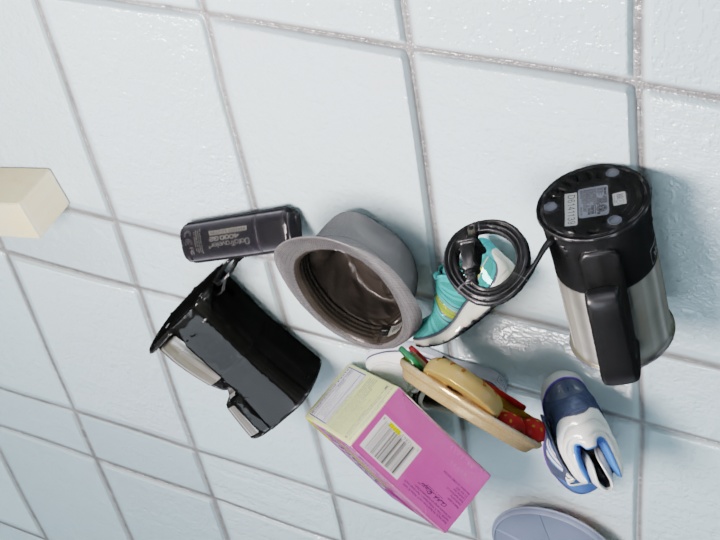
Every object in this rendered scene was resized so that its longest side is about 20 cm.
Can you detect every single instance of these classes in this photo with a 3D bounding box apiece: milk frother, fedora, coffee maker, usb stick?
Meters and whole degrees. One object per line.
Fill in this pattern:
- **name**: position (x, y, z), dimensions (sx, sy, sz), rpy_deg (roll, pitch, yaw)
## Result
- **milk frother**: position (0.208, 0.017, 1.404), dimensions (0.198, 0.181, 0.189), rpy_deg (4, 134, 28)
- **fedora**: position (0.000, 0.000, 1.612), dimensions (0.176, 0.091, 0.200), rpy_deg (-12, 127, 44)
- **coffee maker**: position (-0.152, 0.105, 1.802), dimensions (0.200, 0.135, 0.192), rpy_deg (41, 141, -12)
- **usb stick**: position (-0.152, -0.044, 1.713), dimensions (0.198, 0.032, 0.056), rpy_deg (-7, 96, 40)

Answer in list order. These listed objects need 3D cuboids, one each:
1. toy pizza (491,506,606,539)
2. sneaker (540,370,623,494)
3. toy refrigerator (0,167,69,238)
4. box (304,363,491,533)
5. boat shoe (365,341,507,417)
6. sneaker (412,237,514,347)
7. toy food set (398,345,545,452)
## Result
- **toy pizza**: position (0.278, 0.390, 1.889), dimensions (0.198, 0.032, 0.202), rpy_deg (20, 140, 18)
- **sneaker**: position (0.268, 0.232, 1.620), dimensions (0.080, 0.147, 0.202), rpy_deg (-16, 125, 1)
- **toy refrigerator**: position (-0.509, -0.094, 1.890), dimensions (0.198, 0.076, 0.070), rpy_deg (3, 134, 33)
- **box**: position (0.044, 0.226, 1.753), dimensions (0.176, 0.097, 0.200), rpy_deg (44, 171, -17)
- **boat shoe**: position (0.086, 0.143, 1.726), dimensions (0.198, 0.067, 0.074), rpy_deg (8, 136, 29)
- **sneaker**: position (0.117, 0.027, 1.591), dimensions (0.080, 0.077, 0.200), rpy_deg (54, 140, 8)
- **toy food set**: position (0.128, 0.145, 1.577), dimensions (0.199, 0.049, 0.198), rpy_deg (31, 179, -29)
